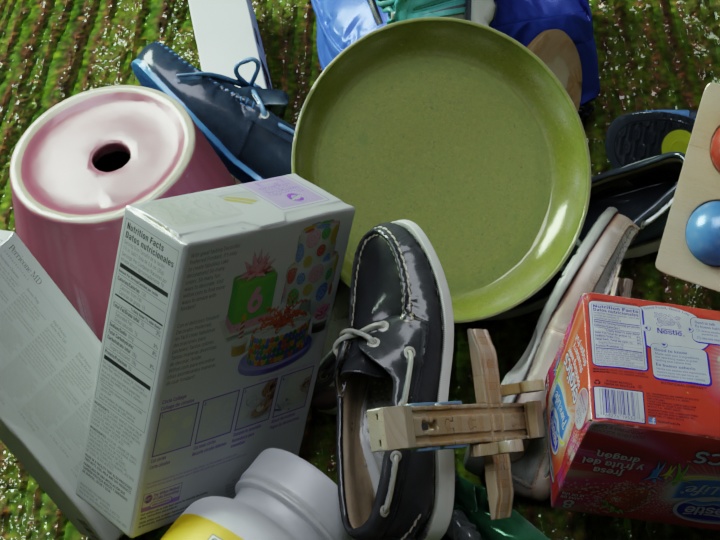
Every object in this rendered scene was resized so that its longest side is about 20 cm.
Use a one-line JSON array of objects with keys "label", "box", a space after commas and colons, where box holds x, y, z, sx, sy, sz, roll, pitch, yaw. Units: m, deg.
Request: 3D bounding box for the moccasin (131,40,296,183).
[{"label": "moccasin", "box": [-0.073, -0.100, 1.267, 0.200, 0.080, 0.068, 40, 82, -4]}]

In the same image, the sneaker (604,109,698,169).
[{"label": "sneaker", "box": [0.277, -0.083, 1.275, 0.199, 0.066, 0.078, 7, 16, 29]}]

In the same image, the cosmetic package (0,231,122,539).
[{"label": "cosmetic package", "box": [-0.200, 0.076, 1.132, 0.083, 0.200, 0.051, -44, 27, -21]}]

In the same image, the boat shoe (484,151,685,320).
[{"label": "boat shoe", "box": [0.145, -0.026, 1.234, 0.199, 0.062, 0.075, -19, 54, 6]}]

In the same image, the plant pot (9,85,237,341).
[{"label": "plant pot", "box": [-0.156, -0.021, 1.223, 0.199, 0.180, 0.201, -6, 48, 7]}]

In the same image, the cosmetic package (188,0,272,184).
[{"label": "cosmetic package", "box": [-0.100, -0.163, 1.398, 0.050, 0.083, 0.201, -12, 49, -2]}]

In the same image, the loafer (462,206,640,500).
[{"label": "loafer", "box": [0.139, 0.057, 1.159, 0.063, 0.072, 0.201, 28, 79, 12]}]

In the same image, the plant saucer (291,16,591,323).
[{"label": "plant saucer", "box": [0.051, -0.064, 1.153, 0.198, 0.031, 0.202, 1, 83, -11]}]

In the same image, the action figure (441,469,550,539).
[{"label": "action figure", "box": [0.039, 0.154, 1.115, 0.118, 0.055, 0.200, -36, 46, -2]}]

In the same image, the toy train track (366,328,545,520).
[{"label": "toy train track", "box": [0.068, 0.088, 1.027, 0.032, 0.200, 0.116, -11, 82, 30]}]

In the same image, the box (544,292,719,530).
[{"label": "box", "box": [0.218, 0.091, 1.069, 0.199, 0.096, 0.100, 8, 49, -7]}]

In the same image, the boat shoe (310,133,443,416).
[{"label": "boat shoe", "box": [-0.001, 0.000, 1.181, 0.072, 0.066, 0.202, 23, 96, 36]}]

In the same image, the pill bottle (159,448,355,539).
[{"label": "pill bottle", "box": [-0.087, 0.207, 1.055, 0.111, 0.112, 0.200, 25, 60, 29]}]

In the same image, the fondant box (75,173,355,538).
[{"label": "fondant box", "box": [-0.089, 0.050, 1.086, 0.058, 0.201, 0.144, 32, 30, 33]}]

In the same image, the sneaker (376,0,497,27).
[{"label": "sneaker", "box": [0.047, -0.174, 1.219, 0.079, 0.201, 0.077, 9, 3, -21]}]

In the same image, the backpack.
[{"label": "backpack", "box": [0.061, -0.199, 1.341, 0.199, 0.168, 0.163, -16, 41, 0]}]

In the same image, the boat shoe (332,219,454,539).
[{"label": "boat shoe", "box": [0.013, 0.066, 1.065, 0.074, 0.060, 0.202, -14, 73, 52]}]

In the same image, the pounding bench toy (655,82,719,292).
[{"label": "pounding bench toy", "box": [0.313, -0.031, 1.115, 0.199, 0.156, 0.125, 20, 101, 29]}]

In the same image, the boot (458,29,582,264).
[{"label": "boot", "box": [0.068, -0.080, 1.258, 0.144, 0.071, 0.202, -5, 54, 51]}]
